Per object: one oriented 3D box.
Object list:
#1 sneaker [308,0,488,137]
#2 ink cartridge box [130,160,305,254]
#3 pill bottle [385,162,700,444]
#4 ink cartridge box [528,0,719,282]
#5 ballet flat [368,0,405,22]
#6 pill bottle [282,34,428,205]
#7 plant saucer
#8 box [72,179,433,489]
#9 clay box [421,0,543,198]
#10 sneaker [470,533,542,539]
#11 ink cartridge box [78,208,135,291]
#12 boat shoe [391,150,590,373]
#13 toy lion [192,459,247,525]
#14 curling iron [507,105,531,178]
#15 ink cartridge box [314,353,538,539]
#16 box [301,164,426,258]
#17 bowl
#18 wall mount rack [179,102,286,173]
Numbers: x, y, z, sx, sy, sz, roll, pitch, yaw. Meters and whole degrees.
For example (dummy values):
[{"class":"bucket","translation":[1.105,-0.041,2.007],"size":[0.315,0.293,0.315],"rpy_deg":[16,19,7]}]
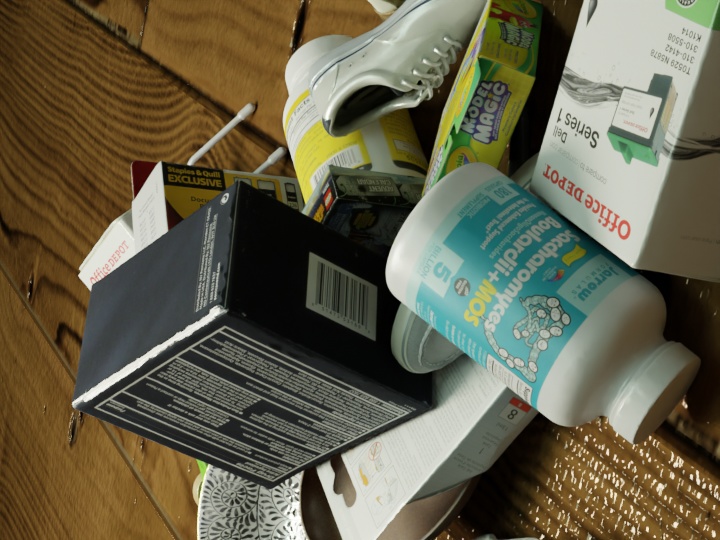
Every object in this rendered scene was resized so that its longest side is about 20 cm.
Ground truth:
[{"class":"sneaker","translation":[0.048,-0.170,1.282],"size":[0.200,0.073,0.071],"rpy_deg":[-31,56,26]},{"class":"ink cartridge box","translation":[-0.102,-0.033,1.462],"size":[0.084,0.199,0.176],"rpy_deg":[-44,49,51]},{"class":"pill bottle","translation":[0.121,0.025,1.042],"size":[0.200,0.111,0.111],"rpy_deg":[38,125,21]},{"class":"ink cartridge box","translation":[0.196,-0.111,1.006],"size":[0.146,0.084,0.201],"rpy_deg":[45,124,58]},{"class":"ballet flat","translation":[0.043,-0.246,1.355],"size":[0.200,0.072,0.068],"rpy_deg":[10,94,64]},{"class":"pill bottle","translation":[-0.006,-0.110,1.386],"size":[0.111,0.111,0.200],"rpy_deg":[-60,35,41]},{"class":"plant saucer","translation":[0.033,0.150,1.273],"size":[0.200,0.032,0.201],"rpy_deg":[-32,39,30]},{"class":"box","translation":[-0.081,0.056,1.227],"size":[0.198,0.200,0.124],"rpy_deg":[-31,43,39]},{"class":"clay box","translation":[0.091,-0.122,1.167],"size":[0.200,0.047,0.115],"rpy_deg":[-75,5,-62]},{"class":"sneaker","translation":[0.093,0.258,1.164],"size":[0.200,0.073,0.119],"rpy_deg":[155,99,-73]},{"class":"ink cartridge box","translation":[-0.179,0.030,1.623],"size":[0.200,0.087,0.145],"rpy_deg":[48,145,0]},{"class":"boat shoe","translation":[0.101,0.004,1.141],"size":[0.201,0.070,0.072],"rpy_deg":[-50,43,10]},{"class":"toy lion","translation":[-0.111,0.111,1.517],"size":[0.200,0.191,0.069],"rpy_deg":[59,162,-18]},{"class":"curling iron","translation":[0.128,-0.033,1.201],"size":[0.049,0.026,0.201],"rpy_deg":[-21,60,38]},{"class":"ink cartridge box","translation":[0.047,0.114,1.235],"size":[0.200,0.050,0.162],"rpy_deg":[-54,33,20]},{"class":"box","translation":[0.000,0.000,1.325],"size":[0.200,0.136,0.040],"rpy_deg":[-59,36,42]},{"class":"bowl","translation":[-0.055,0.233,1.424],"size":[0.200,0.094,0.202],"rpy_deg":[-9,79,52]},{"class":"wall mount rack","translation":[-0.147,-0.079,1.717],"size":[0.200,0.074,0.174],"rpy_deg":[-126,44,-53]}]
